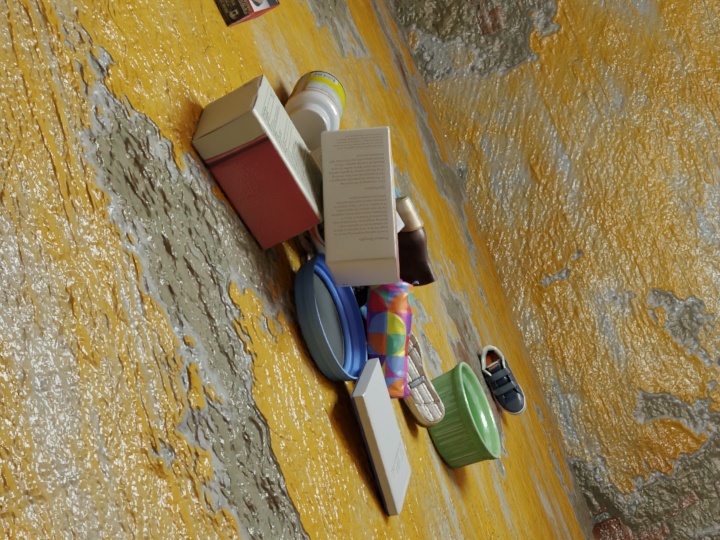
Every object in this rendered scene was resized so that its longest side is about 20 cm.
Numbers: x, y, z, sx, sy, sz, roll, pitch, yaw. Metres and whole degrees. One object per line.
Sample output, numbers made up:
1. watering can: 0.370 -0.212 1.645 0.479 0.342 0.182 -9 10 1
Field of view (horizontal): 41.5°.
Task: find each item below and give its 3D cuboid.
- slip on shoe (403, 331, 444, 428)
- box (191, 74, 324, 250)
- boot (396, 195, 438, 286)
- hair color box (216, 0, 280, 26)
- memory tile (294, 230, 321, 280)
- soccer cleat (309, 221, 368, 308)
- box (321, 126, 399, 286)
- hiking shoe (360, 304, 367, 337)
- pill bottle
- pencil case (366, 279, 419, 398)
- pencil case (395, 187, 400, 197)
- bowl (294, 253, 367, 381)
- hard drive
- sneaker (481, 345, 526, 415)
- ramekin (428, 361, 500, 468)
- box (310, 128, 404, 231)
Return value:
1. slip on shoe: 0.093 0.199 1.778 0.203 0.075 0.061 62 -25 13
2. box: -0.142 -0.157 1.389 0.202 0.107 0.129 58 18 -28
3. boot: 0.043 -0.044 1.761 0.072 0.197 0.170 -33 110 -43
4. hair color box: -0.214 -0.515 1.741 0.103 0.060 0.200 63 17 -14
5. memory tile: -0.079 -0.056 1.630 0.153 0.017 0.204 38 33 -60
6. soccer cleat: -0.037 -0.026 1.591 0.073 0.068 0.203 31 -30 53
7. box: 0.002 -0.092 1.437 0.152 0.104 0.205 75 12 -76
8. hiking shoe: 0.030 0.067 1.688 0.076 0.085 0.200 63 16 -10
9. pill bottle: -0.087 -0.294 1.766 0.110 0.108 0.201 60 17 -21
10. pencil case: 0.048 0.111 1.577 0.088 0.086 0.205 19 74 -69
11. pencil case: 0.036 -0.162 1.901 0.092 0.084 0.203 -34 102 -44
12. bowl: -0.047 0.076 1.482 0.200 0.039 0.205 -18 91 -74
13. hard drive: 0.034 0.257 1.477 0.132 0.025 0.204 -59 135 -68
14. sneaker: 0.375 0.292 2.544 0.202 0.078 0.079 63 8 30
15. ramekin: 0.199 0.297 1.911 0.202 0.096 0.202 58 18 -31
16. box: -0.024 -0.124 1.643 0.202 0.100 0.113 59 24 -7
